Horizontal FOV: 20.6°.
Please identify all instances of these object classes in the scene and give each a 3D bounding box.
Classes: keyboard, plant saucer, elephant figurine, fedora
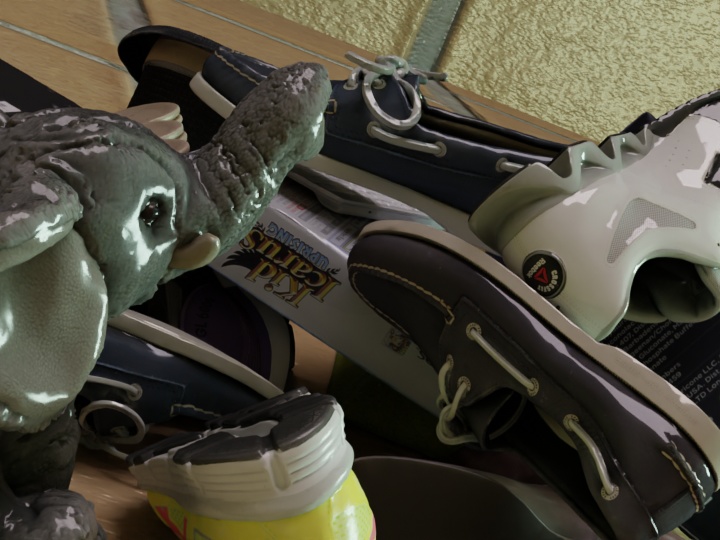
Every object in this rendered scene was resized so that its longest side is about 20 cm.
[{"bbox_3d":[0.006,-0.042,1.040,0.056,0.011,0.200,36,11,20],"label":"keyboard"},{"bbox_3d":[0.085,0.072,1.127,0.199,0.048,0.200,23,11,-2],"label":"plant saucer"},{"bbox_3d":[-0.119,0.001,0.664,0.141,0.201,0.155,25,12,10],"label":"elephant figurine"},{"bbox_3d":[-0.085,-0.063,1.250,0.200,0.092,0.201,31,-15,9],"label":"fedora"}]

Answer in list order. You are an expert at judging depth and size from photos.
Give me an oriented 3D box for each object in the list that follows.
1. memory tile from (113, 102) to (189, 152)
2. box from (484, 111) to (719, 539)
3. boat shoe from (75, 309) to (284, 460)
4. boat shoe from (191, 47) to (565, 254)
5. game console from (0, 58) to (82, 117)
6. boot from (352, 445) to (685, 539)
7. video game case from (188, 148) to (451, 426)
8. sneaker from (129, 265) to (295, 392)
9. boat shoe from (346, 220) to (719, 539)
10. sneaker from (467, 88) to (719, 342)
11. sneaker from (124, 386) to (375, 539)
[{"bbox_3d":[-0.168,-0.053,1.097,0.153,0.017,0.200,-13,18,-5],"label":"memory tile"},{"bbox_3d":[0.191,0.058,0.983,0.197,0.117,0.200,40,12,-39],"label":"box"},{"bbox_3d":[-0.116,0.041,0.832,0.200,0.062,0.075,25,-8,-36],"label":"boat shoe"},{"bbox_3d":[0.019,-0.066,0.938,0.199,0.062,0.075,25,18,3],"label":"boat shoe"},{"bbox_3d":[-0.220,-0.091,0.825,0.177,0.031,0.200,31,13,9],"label":"game console"},{"bbox_3d":[0.057,0.104,0.903,0.186,0.064,0.200,21,9,-11],"label":"boot"},{"bbox_3d":[0.000,0.000,0.984,0.181,0.046,0.200,32,10,3],"label":"video game case"},{"bbox_3d":[-0.110,0.008,0.987,0.087,0.076,0.200,8,17,-30],"label":"sneaker"},{"bbox_3d":[0.057,0.045,0.809,0.200,0.063,0.073,34,-19,33],"label":"boat shoe"},{"bbox_3d":[0.137,-0.020,0.867,0.200,0.074,0.089,-25,72,-41],"label":"sneaker"},{"bbox_3d":[-0.036,0.098,0.744,0.078,0.091,0.200,-22,2,-7],"label":"sneaker"}]
